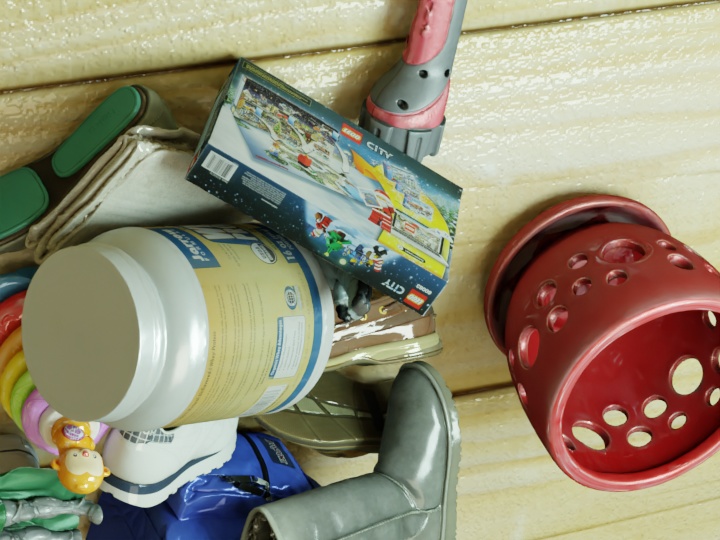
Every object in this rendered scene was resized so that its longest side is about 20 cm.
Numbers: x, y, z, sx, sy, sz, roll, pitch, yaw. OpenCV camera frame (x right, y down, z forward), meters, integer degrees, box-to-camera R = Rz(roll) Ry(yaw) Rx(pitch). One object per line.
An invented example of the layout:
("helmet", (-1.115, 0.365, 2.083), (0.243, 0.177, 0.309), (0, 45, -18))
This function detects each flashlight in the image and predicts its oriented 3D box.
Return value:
("flashlight", (0.045, -0.181, 1.592), (0.068, 0.068, 0.201), (13, 121, 5))

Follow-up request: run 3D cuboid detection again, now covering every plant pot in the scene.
("plant pot", (0.211, 0.053, 1.756), (0.199, 0.183, 0.201), (-11, 127, -15))

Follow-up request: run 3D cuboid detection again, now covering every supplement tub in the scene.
("supplement tub", (-0.131, 0.040, 1.539), (0.200, 0.145, 0.145), (-4, 129, -51))

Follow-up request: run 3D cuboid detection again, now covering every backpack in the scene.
("backpack", (-0.099, 0.223, 1.761), (0.199, 0.163, 0.168), (12, 115, -29))

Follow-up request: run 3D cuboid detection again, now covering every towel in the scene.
("towel", (-0.150, -0.045, 1.580), (0.132, 0.035, 0.200), (-43, 155, 17))

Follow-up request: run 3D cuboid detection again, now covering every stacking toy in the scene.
("stacking toy", (-0.224, 0.096, 1.586), (0.116, 0.200, 0.110), (12, 119, -26))

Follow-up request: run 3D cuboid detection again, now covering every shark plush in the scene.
("shark plush", (0.000, 0.000, 1.622), (0.090, 0.200, 0.084), (5, 106, -20))

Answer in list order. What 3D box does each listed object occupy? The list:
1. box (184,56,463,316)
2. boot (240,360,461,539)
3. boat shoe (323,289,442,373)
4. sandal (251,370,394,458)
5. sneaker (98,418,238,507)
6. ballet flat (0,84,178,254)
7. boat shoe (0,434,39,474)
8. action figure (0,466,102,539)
("box", (-0.022, -0.063, 1.552), (0.199, 0.137, 0.038), (30, 121, -10))
("boot", (-0.011, 0.175, 1.698), (0.199, 0.072, 0.183), (-8, 95, -36))
("boat shoe", (-0.031, 0.050, 1.731), (0.199, 0.072, 0.068), (-8, 88, -22))
("sandal", (-0.014, 0.125, 1.793), (0.199, 0.081, 0.054), (8, 142, -33))
("sneaker", (-0.139, 0.112, 1.660), (0.076, 0.200, 0.081), (19, 112, 11))
("ballet flat", (-0.218, -0.058, 1.567), (0.200, 0.067, 0.064), (-37, 137, 5))
("boat shoe", (-0.350, 0.185, 1.685), (0.199, 0.067, 0.074), (-20, 129, -9))
("action figure", (-0.300, 0.196, 1.635), (0.199, 0.055, 0.119), (4, 119, -33))
